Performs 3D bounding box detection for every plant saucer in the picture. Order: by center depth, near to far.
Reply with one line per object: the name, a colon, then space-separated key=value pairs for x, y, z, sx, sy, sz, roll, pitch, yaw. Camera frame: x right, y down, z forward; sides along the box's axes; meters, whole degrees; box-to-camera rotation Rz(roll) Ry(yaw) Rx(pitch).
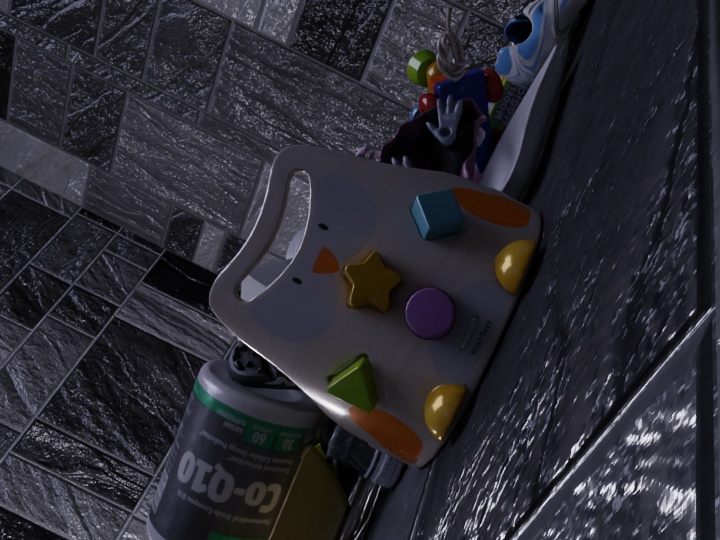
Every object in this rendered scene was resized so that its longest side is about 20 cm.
plant saucer: x=-0.056 y=0.261 z=0.802 sx=0.200 sy=0.048 sz=0.201 roll=87 pitch=-155 yaw=-74

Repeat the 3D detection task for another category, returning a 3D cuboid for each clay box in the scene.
clay box: x=0.157 y=-0.161 z=1.065 sx=0.201 sy=0.047 sz=0.115 roll=-64 pitch=0 yaw=13

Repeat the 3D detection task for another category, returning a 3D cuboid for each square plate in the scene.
square plate: x=0.127 y=-0.077 z=0.851 sx=0.199 sy=0.028 sz=0.201 roll=116 pitch=179 yaw=-46

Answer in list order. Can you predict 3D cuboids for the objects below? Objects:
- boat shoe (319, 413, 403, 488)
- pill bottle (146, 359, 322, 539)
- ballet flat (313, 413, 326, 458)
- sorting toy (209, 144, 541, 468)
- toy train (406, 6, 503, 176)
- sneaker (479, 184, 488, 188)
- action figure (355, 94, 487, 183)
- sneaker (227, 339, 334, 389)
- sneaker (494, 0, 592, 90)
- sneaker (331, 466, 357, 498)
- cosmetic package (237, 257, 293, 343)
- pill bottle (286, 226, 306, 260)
boat shoe: x=0.000 y=0.139 z=0.810 sx=0.073 sy=0.070 sz=0.200 roll=-64 pitch=0 yaw=-9
pill bottle: x=-0.115 y=0.188 z=0.795 sx=0.113 sy=0.112 sz=0.202 roll=-64 pitch=-6 yaw=-82
ballet flat: x=-0.040 y=0.155 z=0.956 sx=0.200 sy=0.067 sz=0.067 roll=-39 pitch=45 yaw=9
sorting toy: x=0.003 y=0.009 z=0.612 sx=0.107 sy=0.179 sz=0.201 roll=103 pitch=-168 yaw=-89
toy train: x=0.084 y=-0.196 z=0.953 sx=0.116 sy=0.084 sz=0.201 roll=-125 pitch=16 yaw=-49
sneaker: x=0.062 y=0.032 z=0.711 sx=0.201 sy=0.075 sz=0.076 roll=-67 pitch=20 yaw=5
action figure: x=0.076 y=-0.071 z=0.863 sx=0.200 sy=0.133 sz=0.150 roll=78 pitch=174 yaw=-70
sneaker: x=-0.014 y=0.079 z=0.792 sx=0.091 sy=0.198 sz=0.067 roll=99 pitch=154 yaw=-46
sneaker: x=0.190 y=-0.257 z=0.955 sx=0.072 sy=0.072 sz=0.201 roll=113 pitch=-177 yaw=-49
sneaker: x=-0.044 y=0.237 z=1.023 sx=0.201 sy=0.074 sz=0.082 roll=-56 pitch=1 yaw=-9
cosmetic package: x=-0.088 y=0.090 z=0.989 sx=0.082 sy=0.050 sz=0.202 roll=-18 pitch=-55 yaw=-43
pill bottle: x=0.000 y=0.000 z=1.015 sx=0.199 sy=0.110 sz=0.111 roll=15 pitch=77 yaw=57
